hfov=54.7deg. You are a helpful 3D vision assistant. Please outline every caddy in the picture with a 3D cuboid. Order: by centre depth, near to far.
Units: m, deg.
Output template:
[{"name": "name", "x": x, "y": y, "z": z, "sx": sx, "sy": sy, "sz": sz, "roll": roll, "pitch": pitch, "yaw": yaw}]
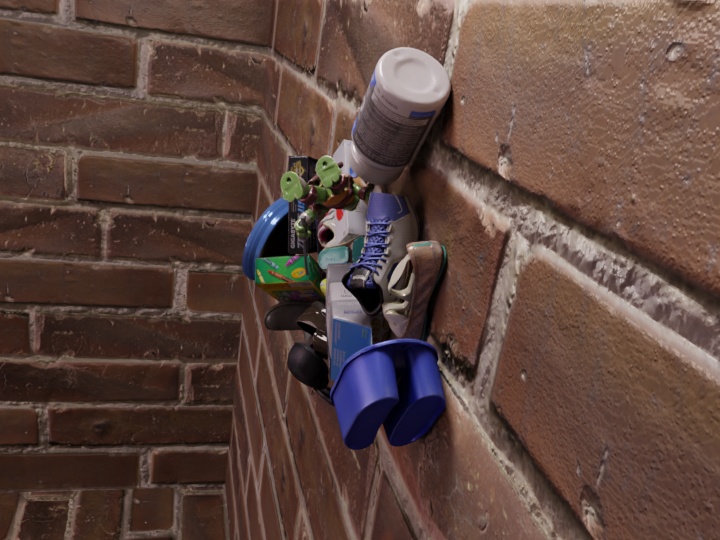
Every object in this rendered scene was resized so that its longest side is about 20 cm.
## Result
[{"name": "caddy", "x": 0.036, "y": 0.169, "z": 0.981, "sx": 0.201, "sy": 0.140, "sz": 0.106, "roll": 113, "pitch": 152, "yaw": -48}]

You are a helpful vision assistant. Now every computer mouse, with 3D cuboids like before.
[{"name": "computer mouse", "x": -0.103, "y": 0.211, "z": 1.402, "sx": 0.138, "sy": 0.053, "sz": 0.200, "roll": 35, "pitch": 159, "yaw": 21}]

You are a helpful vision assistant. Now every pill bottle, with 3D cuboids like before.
[{"name": "pill bottle", "x": 0.051, "y": -0.226, "z": 1.057, "sx": 0.200, "sy": 0.113, "sz": 0.115, "roll": 119, "pitch": 150, "yaw": -56}]

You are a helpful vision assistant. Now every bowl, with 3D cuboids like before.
[{"name": "bowl", "x": -0.185, "y": -0.064, "z": 1.535, "sx": 0.201, "sy": 0.039, "sz": 0.201, "roll": -53, "pitch": -18, "yaw": -26}]

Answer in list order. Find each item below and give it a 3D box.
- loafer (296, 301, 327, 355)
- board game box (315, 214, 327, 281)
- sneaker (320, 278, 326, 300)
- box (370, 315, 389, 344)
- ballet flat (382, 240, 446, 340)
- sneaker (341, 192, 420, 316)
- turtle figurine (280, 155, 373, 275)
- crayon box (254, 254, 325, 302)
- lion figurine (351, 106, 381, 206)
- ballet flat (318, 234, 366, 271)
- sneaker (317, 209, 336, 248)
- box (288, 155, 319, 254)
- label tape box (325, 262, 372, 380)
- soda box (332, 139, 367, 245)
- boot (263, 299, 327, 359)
[{"name": "loafer", "x": -0.055, "y": 0.141, "z": 1.332, "sx": 0.200, "sy": 0.071, "sz": 0.073, "roll": 41, "pitch": 152, "yaw": 41}, {"name": "board game box", "x": -0.059, "y": -0.073, "z": 1.520, "sx": 0.158, "sy": 0.039, "sz": 0.202, "roll": -62, "pitch": -30, "yaw": -69}, {"name": "sneaker", "x": -0.021, "y": 0.071, "z": 1.365, "sx": 0.200, "sy": 0.075, "sz": 0.106, "roll": -155, "pitch": 51, "yaw": -73}, {"name": "box", "x": 0.028, "y": 0.088, "z": 1.207, "sx": 0.039, "sy": 0.041, "sz": 0.201, "roll": -117, "pitch": 35, "yaw": -62}, {"name": "ballet flat", "x": 0.069, "y": 0.042, "z": 1.023, "sx": 0.068, "sy": 0.067, "sz": 0.201, "roll": -113, "pitch": 30, "yaw": -57}, {"name": "sneaker", "x": 0.030, "y": -0.017, "z": 1.057, "sx": 0.080, "sy": 0.115, "sz": 0.201, "roll": 5, "pitch": 99, "yaw": 30}, {"name": "turtle figurine", "x": -0.039, "y": -0.092, "z": 1.131, "sx": 0.194, "sy": 0.143, "sz": 0.202, "roll": 32, "pitch": -106, "yaw": -65}, {"name": "crayon box", "x": -0.142, "y": 0.022, "z": 1.506, "sx": 0.200, "sy": 0.118, "sz": 0.059, "roll": 55, "pitch": -147, "yaw": -73}, {"name": "lion figurine", "x": 0.013, "y": -0.195, "z": 1.246, "sx": 0.122, "sy": 0.072, "sz": 0.202, "roll": 31, "pitch": 110, "yaw": 57}, {"name": "ballet flat", "x": 0.002, "y": -0.029, "z": 1.270, "sx": 0.199, "sy": 0.062, "sz": 0.068, "roll": -1, "pitch": 88, "yaw": 49}, {"name": "sneaker", "x": -0.045, "y": -0.093, "z": 1.414, "sx": 0.201, "sy": 0.087, "sz": 0.082, "roll": -103, "pitch": 22, "yaw": -45}, {"name": "box", "x": -0.108, "y": -0.139, "z": 1.496, "sx": 0.198, "sy": 0.049, "sz": 0.202, "roll": -27, "pitch": -63, "yaw": -79}, {"name": "label tape box", "x": -0.022, "y": 0.105, "z": 1.145, "sx": 0.201, "sy": 0.066, "sz": 0.144, "roll": -96, "pitch": 8, "yaw": -50}, {"name": "soda box", "x": -0.011, "y": -0.146, "z": 1.342, "sx": 0.068, "sy": 0.063, "sz": 0.202, "roll": 139, "pitch": 133, "yaw": -59}, {"name": "boot", "x": -0.114, "y": 0.130, "z": 1.477, "sx": 0.200, "sy": 0.180, "sz": 0.073, "roll": -111, "pitch": 9, "yaw": -62}]
